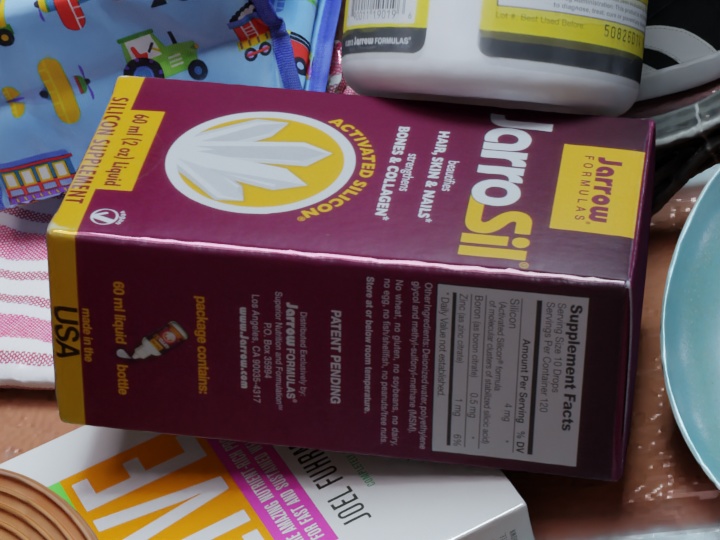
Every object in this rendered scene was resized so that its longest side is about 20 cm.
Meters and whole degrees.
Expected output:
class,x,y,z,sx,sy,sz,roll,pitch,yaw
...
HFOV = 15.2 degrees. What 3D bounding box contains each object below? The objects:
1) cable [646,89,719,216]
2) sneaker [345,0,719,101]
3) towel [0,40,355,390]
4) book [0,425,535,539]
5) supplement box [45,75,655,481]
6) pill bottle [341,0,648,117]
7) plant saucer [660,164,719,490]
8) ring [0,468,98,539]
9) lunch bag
class,x,y,z,sx,sy,sz,roll,pitch,yaw
cable,0.146,-0.048,0.996,0.200,0.097,0.050,-16,50,12
sneaker,0.092,-0.125,1.094,0.200,0.112,0.073,-24,39,-4
towel,-0.094,-0.025,1.125,0.146,0.030,0.200,-2,42,23
book,-0.056,0.099,0.954,0.200,0.048,0.134,-26,40,-12
supplement box,0.000,0.000,0.950,0.200,0.086,0.110,5,35,7
pill bottle,0.056,-0.159,0.992,0.112,0.112,0.200,5,89,29
plant saucer,0.199,0.011,0.907,0.200,0.027,0.200,-13,58,22
ring,-0.154,0.159,0.890,0.200,0.019,0.201,-19,55,28
lunch bag,-0.085,-0.124,1.167,0.150,0.094,0.200,-13,26,17
